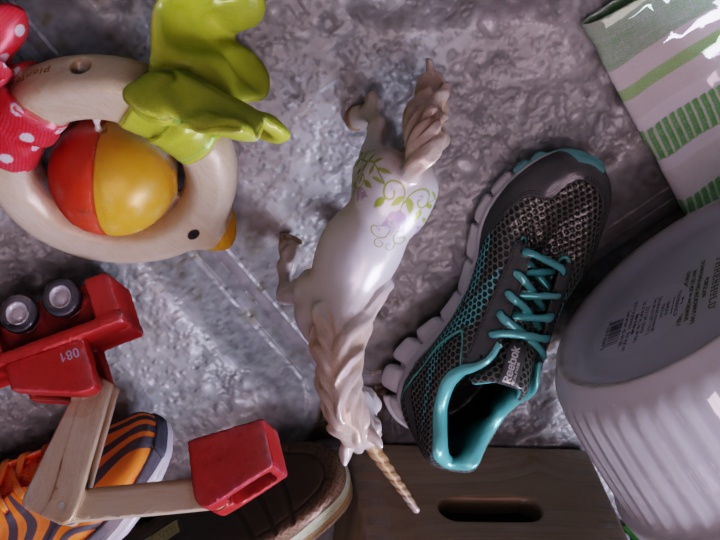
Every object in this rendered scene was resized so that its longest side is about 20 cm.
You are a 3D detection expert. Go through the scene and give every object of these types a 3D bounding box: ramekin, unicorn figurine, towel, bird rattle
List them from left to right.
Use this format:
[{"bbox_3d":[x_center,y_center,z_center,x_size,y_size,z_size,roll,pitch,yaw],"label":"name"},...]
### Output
[{"bbox_3d":[-0.133,-0.061,0.660,0.199,0.113,0.164,-7,136,-1],"label":"bird rattle"},{"bbox_3d":[0.000,0.000,0.686,0.073,0.138,0.201,4,118,-12],"label":"unicorn figurine"},{"bbox_3d":[0.195,0.045,0.695,0.200,0.200,0.105,-37,105,12],"label":"ramekin"},{"bbox_3d":[0.231,-0.094,0.738,0.152,0.023,0.200,-30,119,9],"label":"towel"}]

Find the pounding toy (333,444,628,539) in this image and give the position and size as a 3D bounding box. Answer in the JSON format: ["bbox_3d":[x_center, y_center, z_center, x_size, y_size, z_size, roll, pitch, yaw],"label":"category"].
[{"bbox_3d":[0.090,0.200,0.806,0.199,0.142,0.185,3,118,-10],"label":"pounding toy"}]

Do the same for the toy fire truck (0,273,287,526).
[{"bbox_3d":[-0.152,0.080,0.709,0.199,0.049,0.142,-20,75,1],"label":"toy fire truck"}]

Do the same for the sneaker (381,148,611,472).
[{"bbox_3d":[0.085,0.030,0.742,0.077,0.091,0.201,19,114,-19],"label":"sneaker"}]

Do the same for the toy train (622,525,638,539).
[{"bbox_3d":[0.175,0.256,0.911,0.056,0.042,0.201,-6,119,-17],"label":"toy train"}]

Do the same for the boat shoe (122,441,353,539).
[{"bbox_3d":[-0.083,0.171,0.815,0.199,0.072,0.076,-27,133,16],"label":"boat shoe"}]

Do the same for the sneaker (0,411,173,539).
[{"bbox_3d":[-0.206,0.127,0.758,0.200,0.078,0.112,-38,118,12],"label":"sneaker"}]
